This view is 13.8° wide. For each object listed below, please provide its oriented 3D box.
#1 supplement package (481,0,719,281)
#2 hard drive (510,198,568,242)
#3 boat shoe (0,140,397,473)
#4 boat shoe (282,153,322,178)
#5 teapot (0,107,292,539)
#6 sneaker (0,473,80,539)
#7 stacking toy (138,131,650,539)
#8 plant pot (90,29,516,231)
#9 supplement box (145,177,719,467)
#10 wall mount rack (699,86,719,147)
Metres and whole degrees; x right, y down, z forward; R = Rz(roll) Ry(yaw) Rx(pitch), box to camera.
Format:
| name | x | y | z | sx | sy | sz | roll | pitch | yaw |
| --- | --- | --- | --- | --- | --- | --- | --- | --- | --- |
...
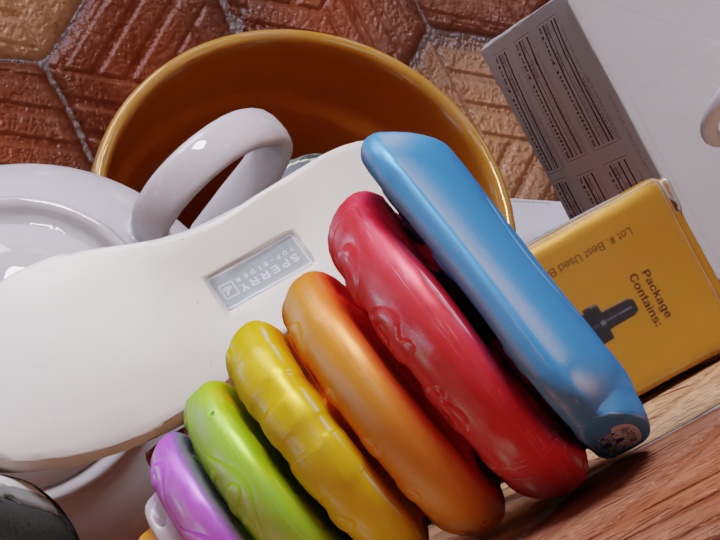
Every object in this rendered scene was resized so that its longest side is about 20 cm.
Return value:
| name | x | y | z | sx | sy | sz | roll | pitch | yaw |
| --- | --- | --- | --- | --- | --- | --- | --- | --- | --- |
| supplement package | 0.185 | -0.092 | 1.363 | 0.191 | 0.147 | 0.200 | -27 | 1 | -9 |
| hard drive | 0.089 | -0.010 | 1.588 | 0.132 | 0.027 | 0.200 | 4 | 10 | 16 |
| boat shoe | -0.061 | 0.018 | 1.012 | 0.200 | 0.072 | 0.069 | -32 | -15 | -24 |
| boat shoe | 0.000 | 0.000 | 1.188 | 0.073 | 0.062 | 0.200 | -23 | 37 | -1 |
| teapot | -0.128 | 0.038 | 1.142 | 0.197 | 0.200 | 0.146 | 2 | -16 | -1 |
| sneaker | -0.140 | 0.124 | 0.890 | 0.200 | 0.115 | 0.075 | -3 | -52 | -49 |
| stacking toy | -0.023 | 0.062 | 0.878 | 0.200 | 0.110 | 0.116 | -38 | -15 | 3 |
| plant pot | -0.046 | 0.015 | 1.426 | 0.200 | 0.200 | 0.183 | -28 | -15 | -25 |
| supplement box | 0.030 | 0.042 | 1.028 | 0.200 | 0.067 | 0.069 | -27 | -1 | -17 |
| wall mount rack | 0.234 | -0.092 | 1.154 | 0.200 | 0.075 | 0.174 | -28 | -22 | -26 |
